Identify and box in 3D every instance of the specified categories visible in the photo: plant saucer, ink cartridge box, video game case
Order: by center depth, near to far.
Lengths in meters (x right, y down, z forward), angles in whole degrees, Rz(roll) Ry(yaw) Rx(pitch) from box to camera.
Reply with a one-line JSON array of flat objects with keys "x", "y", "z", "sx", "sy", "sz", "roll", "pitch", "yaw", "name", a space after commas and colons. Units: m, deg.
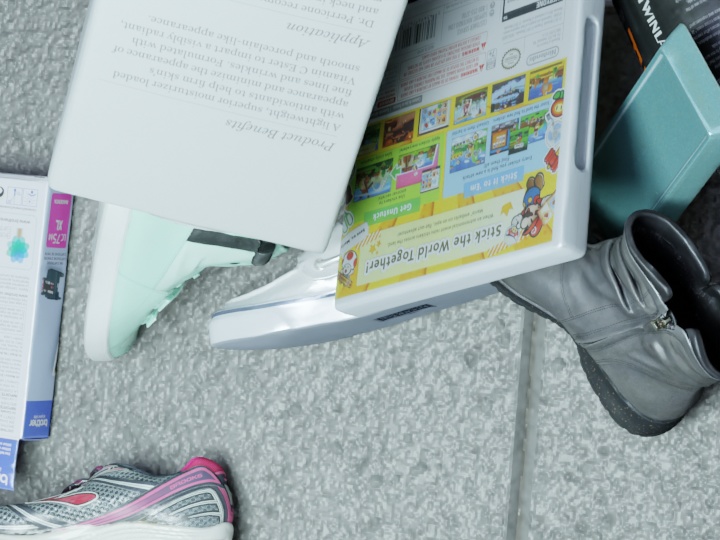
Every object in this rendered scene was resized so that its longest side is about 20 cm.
[{"x": 0.160, "y": -0.064, "z": 1.588, "sx": 0.019, "sy": 0.200, "sz": 0.070, "roll": -23, "pitch": 75, "yaw": -19, "name": "plant saucer"}, {"x": 0.061, "y": -0.078, "z": 1.615, "sx": 0.200, "sy": 0.023, "sz": 0.182, "roll": -16, "pitch": 63, "yaw": 50, "name": "video game case"}, {"x": -0.252, "y": 0.035, "z": 1.851, "sx": 0.119, "sy": 0.042, "sz": 0.200, "roll": 7, "pitch": 89, "yaw": 26, "name": "ink cartridge box"}]

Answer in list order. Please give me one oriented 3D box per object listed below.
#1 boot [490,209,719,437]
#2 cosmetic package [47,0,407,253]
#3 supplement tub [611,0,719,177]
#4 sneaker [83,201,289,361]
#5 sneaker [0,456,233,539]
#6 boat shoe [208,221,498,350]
[{"x": 0.138, "y": -0.007, "z": 1.609, "sx": 0.070, "sy": 0.132, "sz": 0.200, "roll": -40, "pitch": 82, "yaw": -25, "name": "boot"}, {"x": -0.069, "y": -0.147, "z": 1.617, "sx": 0.165, "sy": 0.165, "sz": 0.200, "roll": 14, "pitch": 129, "yaw": -8, "name": "cosmetic package"}, {"x": 0.209, "y": -0.141, "z": 1.588, "sx": 0.122, "sy": 0.123, "sz": 0.200, "roll": -28, "pitch": 76, "yaw": 22, "name": "supplement tub"}, {"x": -0.105, "y": 0.001, "z": 1.740, "sx": 0.118, "sy": 0.200, "sz": 0.074, "roll": 6, "pitch": 59, "yaw": -8, "name": "sneaker"}, {"x": -0.174, "y": 0.158, "z": 1.793, "sx": 0.200, "sy": 0.081, "sz": 0.075, "roll": -1, "pitch": 72, "yaw": 12, "name": "sneaker"}, {"x": 0.000, "y": 0.000, "z": 1.721, "sx": 0.200, "sy": 0.074, "sz": 0.065, "roll": -15, "pitch": 78, "yaw": 14, "name": "boat shoe"}]
